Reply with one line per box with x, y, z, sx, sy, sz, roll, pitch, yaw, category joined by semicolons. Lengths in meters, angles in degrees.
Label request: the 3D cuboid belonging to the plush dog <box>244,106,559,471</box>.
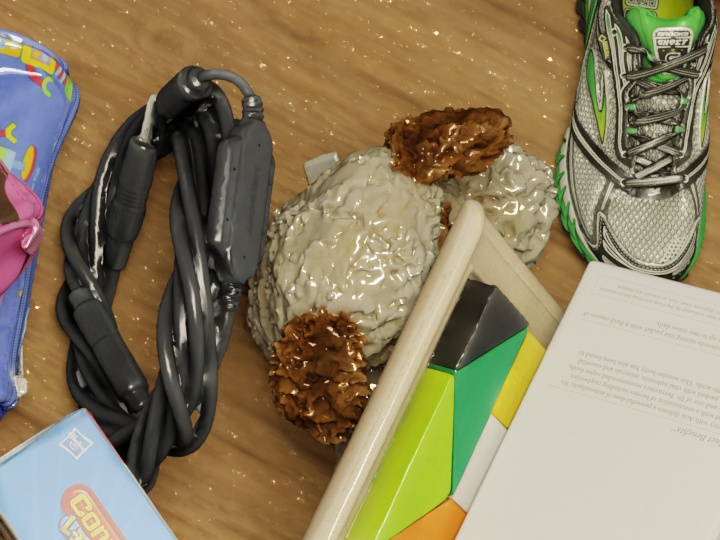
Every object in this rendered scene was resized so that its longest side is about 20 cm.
0.000;0.000;1.168;0.160;0.172;0.200;23;76;1;plush dog

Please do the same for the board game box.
-0.090;0.172;1.107;0.056;0.196;0.200;-34;82;-12;board game box

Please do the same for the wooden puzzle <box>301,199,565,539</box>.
0.050;0.088;1.143;0.037;0.200;0.185;18;74;28;wooden puzzle

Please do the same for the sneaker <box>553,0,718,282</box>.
0.140;-0.088;1.249;0.078;0.085;0.200;0;77;-5;sneaker

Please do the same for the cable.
-0.103;0.006;1.169;0.051;0.163;0.200;13;77;-33;cable

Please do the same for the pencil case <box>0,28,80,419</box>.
-0.190;-0.018;1.203;0.087;0.078;0.200;10;76;-1;pencil case

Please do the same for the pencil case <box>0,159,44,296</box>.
-0.220;-0.065;1.139;0.094;0.091;0.200;-31;71;-13;pencil case

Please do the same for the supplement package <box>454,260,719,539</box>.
0.133;0.119;1.141;0.121;0.120;0.200;16;69;33;supplement package
